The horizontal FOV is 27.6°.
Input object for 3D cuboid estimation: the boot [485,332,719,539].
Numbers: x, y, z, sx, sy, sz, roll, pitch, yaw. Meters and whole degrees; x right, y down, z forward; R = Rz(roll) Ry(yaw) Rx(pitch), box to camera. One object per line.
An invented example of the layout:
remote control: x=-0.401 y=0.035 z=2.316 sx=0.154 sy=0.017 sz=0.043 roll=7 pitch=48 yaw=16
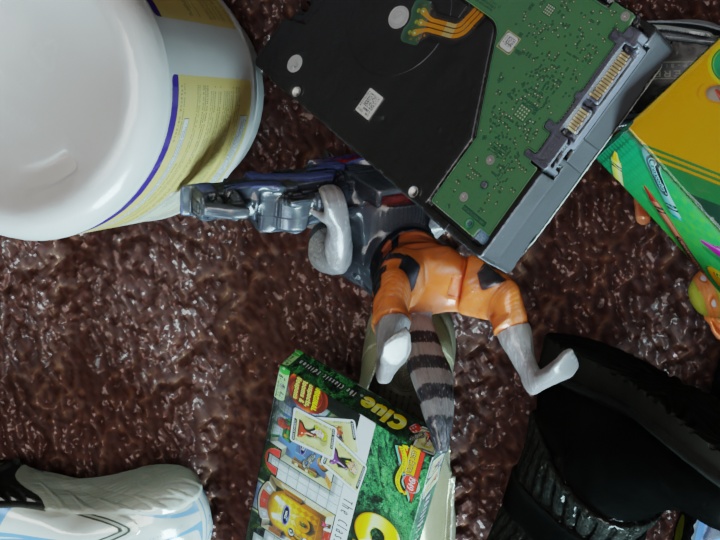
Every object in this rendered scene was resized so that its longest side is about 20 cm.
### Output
boot: x=0.145 y=0.138 z=0.790 sx=0.078 sy=0.211 sz=0.160 roll=12 pitch=99 yaw=-24

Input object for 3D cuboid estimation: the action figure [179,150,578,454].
action figure: x=0.000 y=0.000 z=0.796 sx=0.197 sy=0.194 sz=0.106 roll=-5 pitch=126 yaw=-23

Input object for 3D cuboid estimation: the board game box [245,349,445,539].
board game box: x=-0.017 y=0.152 z=0.849 sx=0.104 sy=0.023 sz=0.202 roll=26 pitch=126 yaw=20

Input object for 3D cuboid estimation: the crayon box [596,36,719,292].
crayon box: x=0.230 y=-0.085 z=0.737 sx=0.200 sy=0.058 sz=0.119 roll=-43 pitch=88 yaw=-12

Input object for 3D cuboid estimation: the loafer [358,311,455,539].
loafer: x=0.019 y=0.118 z=0.863 sx=0.074 sy=0.068 sz=0.203 roll=2 pitch=100 yaw=10

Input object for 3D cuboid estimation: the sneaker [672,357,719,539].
sneaker: x=0.224 y=0.129 z=0.830 sx=0.077 sy=0.066 sz=0.203 roll=14 pitch=101 yaw=4

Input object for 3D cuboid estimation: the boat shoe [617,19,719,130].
boat shoe: x=0.114 y=-0.104 z=0.809 sx=0.197 sy=0.068 sz=0.073 roll=0 pitch=100 yaw=10

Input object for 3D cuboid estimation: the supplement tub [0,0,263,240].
supplement tub: x=-0.138 y=-0.096 z=0.783 sx=0.143 sy=0.200 sz=0.148 roll=1 pitch=96 yaw=14

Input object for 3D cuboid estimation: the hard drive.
hard drive: x=0.047 y=-0.111 z=0.762 sx=0.200 sy=0.038 sz=0.140 roll=42 pitch=101 yaw=36

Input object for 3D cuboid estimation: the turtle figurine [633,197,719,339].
turtle figurine: x=0.241 y=-0.005 z=0.789 sx=0.160 sy=0.064 sz=0.202 roll=-26 pitch=75 yaw=-5

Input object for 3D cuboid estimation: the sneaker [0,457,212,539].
sneaker: x=-0.187 y=0.159 z=0.909 sx=0.197 sy=0.072 sz=0.074 roll=-1 pitch=108 yaw=14
